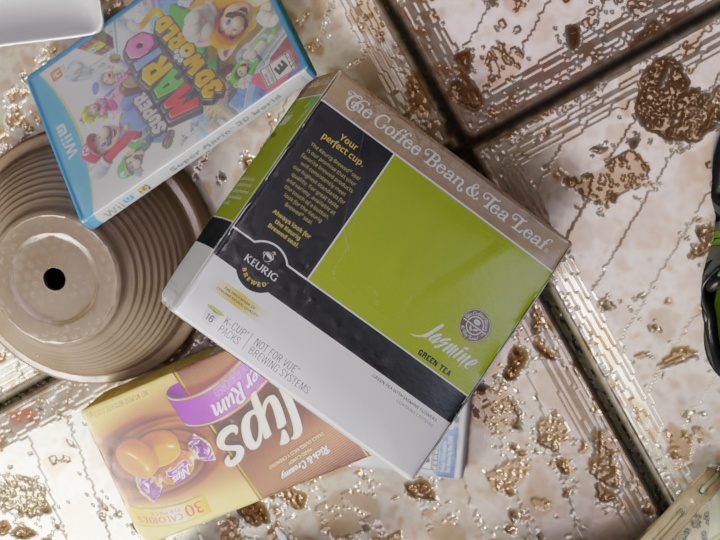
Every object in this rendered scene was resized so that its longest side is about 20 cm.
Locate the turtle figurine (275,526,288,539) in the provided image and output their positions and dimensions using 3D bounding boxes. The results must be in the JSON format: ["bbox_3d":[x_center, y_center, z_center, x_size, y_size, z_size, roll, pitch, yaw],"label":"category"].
[{"bbox_3d":[-0.082,0.306,1.402,0.194,0.144,0.200,43,151,-19],"label":"turtle figurine"}]

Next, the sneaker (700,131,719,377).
[{"bbox_3d":[0.276,-0.013,1.304,0.070,0.083,0.201,5,103,9],"label":"sneaker"}]

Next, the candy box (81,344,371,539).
[{"bbox_3d":[-0.094,0.114,1.396,0.199,0.056,0.117,-22,96,16],"label":"candy box"}]

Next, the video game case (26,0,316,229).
[{"bbox_3d":[-0.140,-0.139,1.342,0.199,0.018,0.144,-33,60,12],"label":"video game case"}]

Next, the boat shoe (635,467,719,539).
[{"bbox_3d":[0.198,0.222,1.384,0.200,0.073,0.063,-35,87,11],"label":"boat shoe"}]

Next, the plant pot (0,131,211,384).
[{"bbox_3d":[-0.214,-0.005,1.396,0.200,0.093,0.202,2,102,9],"label":"plant pot"}]

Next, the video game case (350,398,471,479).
[{"bbox_3d":[-0.003,0.050,1.404,0.181,0.022,0.201,7,104,10],"label":"video game case"}]

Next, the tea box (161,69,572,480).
[{"bbox_3d":[0.000,0.000,1.278,0.200,0.134,0.197,36,87,-10],"label":"tea box"}]

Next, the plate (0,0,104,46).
[{"bbox_3d":[-0.295,-0.262,1.383,0.199,0.032,0.201,-7,102,12],"label":"plate"}]
